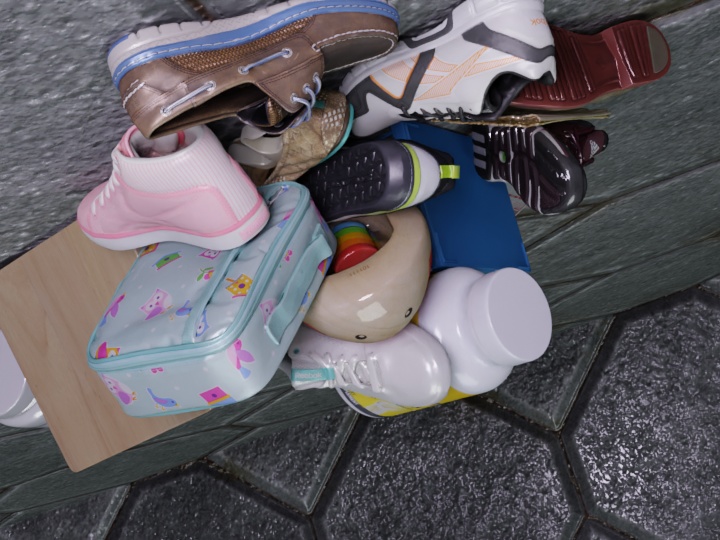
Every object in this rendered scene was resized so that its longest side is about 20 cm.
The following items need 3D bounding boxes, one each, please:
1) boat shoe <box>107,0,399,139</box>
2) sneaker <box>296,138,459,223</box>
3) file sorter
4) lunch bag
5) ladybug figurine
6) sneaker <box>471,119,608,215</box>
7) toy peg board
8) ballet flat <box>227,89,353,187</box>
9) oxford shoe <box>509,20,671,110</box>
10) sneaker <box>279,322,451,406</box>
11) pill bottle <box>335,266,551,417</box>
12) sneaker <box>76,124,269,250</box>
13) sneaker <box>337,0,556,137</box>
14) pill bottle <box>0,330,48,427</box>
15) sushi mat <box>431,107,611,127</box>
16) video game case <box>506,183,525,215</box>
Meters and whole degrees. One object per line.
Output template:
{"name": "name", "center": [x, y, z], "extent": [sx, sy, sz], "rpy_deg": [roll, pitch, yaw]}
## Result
{"name": "boat shoe", "center": [-0.062, -0.128, 0.803], "extent": [0.199, 0.073, 0.072], "rpy_deg": [-15, 168, -15]}
{"name": "sneaker", "center": [0.010, -0.074, 1.008], "extent": [0.082, 0.072, 0.200], "rpy_deg": [-5, -171, -31]}
{"name": "file sorter", "center": [0.057, -0.049, 1.177], "extent": [0.122, 0.140, 0.200], "rpy_deg": [-20, 168, 29]}
{"name": "lunch bag", "center": [-0.108, 0.015, 0.932], "extent": [0.160, 0.077, 0.200], "rpy_deg": [-12, -143, 32]}
{"name": "ladybug figurine", "center": [0.000, 0.000, 1.013], "extent": [0.135, 0.072, 0.200], "rpy_deg": [-26, -155, 5]}
{"name": "sneaker", "center": [0.186, -0.108, 1.102], "extent": [0.115, 0.076, 0.200], "rpy_deg": [-9, -159, -15]}
{"name": "toy peg board", "center": [-0.218, 0.053, 1.123], "extent": [0.199, 0.201, 0.098], "rpy_deg": [-27, 180, 34]}
{"name": "ballet flat", "center": [-0.072, -0.097, 0.988], "extent": [0.065, 0.071, 0.200], "rpy_deg": [17, 151, -19]}
{"name": "oxford shoe", "center": [0.164, -0.159, 1.007], "extent": [0.199, 0.071, 0.075], "rpy_deg": [-9, 171, -30]}
{"name": "sneaker", "center": [-0.016, 0.080, 1.026], "extent": [0.199, 0.076, 0.088], "rpy_deg": [11, -159, 43]}
{"name": "pill bottle", "center": [0.069, 0.061, 1.081], "extent": [0.112, 0.113, 0.200], "rpy_deg": [-6, 169, -43]}
{"name": "sneaker", "center": [-0.165, -0.073, 0.930], "extent": [0.199, 0.105, 0.075], "rpy_deg": [4, -132, 42]}
{"name": "sneaker", "center": [0.061, -0.140, 0.917], "extent": [0.200, 0.080, 0.074], "rpy_deg": [-26, 168, 39]}
{"name": "pill bottle", "center": [-0.359, 0.118, 1.358], "extent": [0.113, 0.114, 0.200], "rpy_deg": [-21, 167, 14]}
{"name": "sushi mat", "center": [0.143, -0.134, 1.044], "extent": [0.095, 0.012, 0.200], "rpy_deg": [8, -168, 27]}
{"name": "video game case", "center": [0.128, -0.057, 1.358], "extent": [0.200, 0.017, 0.143], "rpy_deg": [-45, 159, 18]}
